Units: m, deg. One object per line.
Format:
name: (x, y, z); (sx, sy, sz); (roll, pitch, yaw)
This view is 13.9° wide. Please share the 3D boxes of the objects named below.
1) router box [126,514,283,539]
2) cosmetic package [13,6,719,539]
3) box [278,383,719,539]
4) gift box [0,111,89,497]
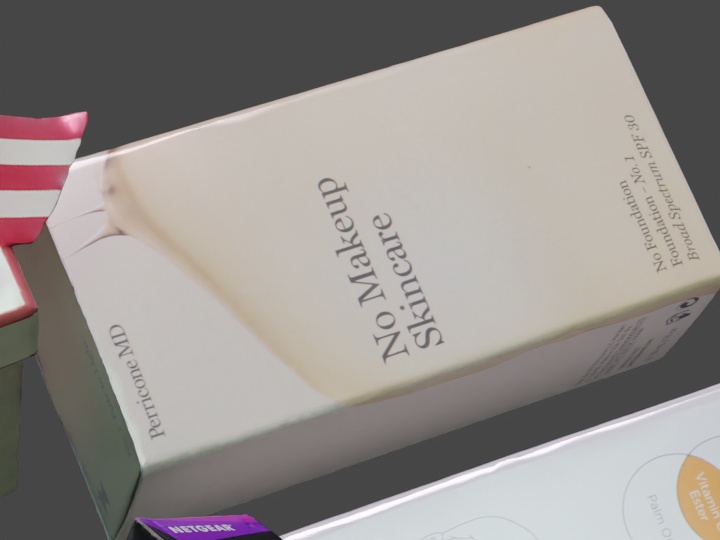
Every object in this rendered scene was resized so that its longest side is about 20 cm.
router box: (-0.030, 0.187, 0.773); (0.149, 0.051, 0.201); (33, 110, 36)
cosmetic package: (0.000, 0.000, 0.920); (0.199, 0.073, 0.104); (-18, 72, -21)
box: (0.070, 0.135, 0.865); (0.199, 0.106, 0.153); (-17, 71, -13)
gift box: (-0.187, -0.016, 0.850); (0.199, 0.187, 0.185); (-27, 74, -15)
